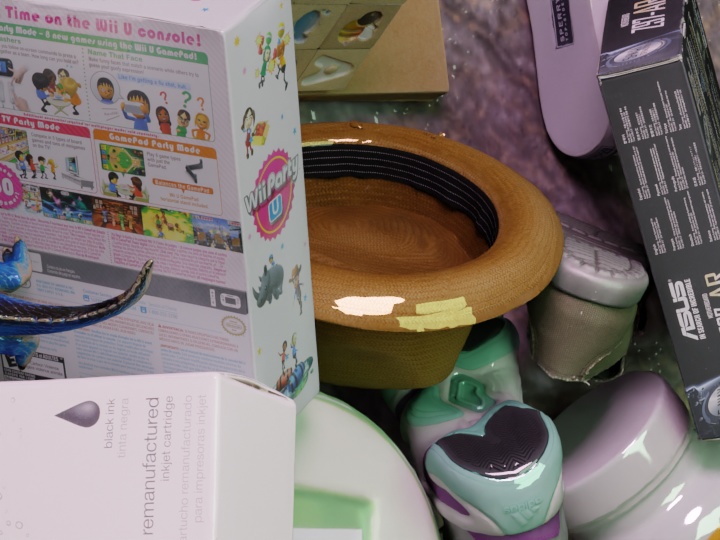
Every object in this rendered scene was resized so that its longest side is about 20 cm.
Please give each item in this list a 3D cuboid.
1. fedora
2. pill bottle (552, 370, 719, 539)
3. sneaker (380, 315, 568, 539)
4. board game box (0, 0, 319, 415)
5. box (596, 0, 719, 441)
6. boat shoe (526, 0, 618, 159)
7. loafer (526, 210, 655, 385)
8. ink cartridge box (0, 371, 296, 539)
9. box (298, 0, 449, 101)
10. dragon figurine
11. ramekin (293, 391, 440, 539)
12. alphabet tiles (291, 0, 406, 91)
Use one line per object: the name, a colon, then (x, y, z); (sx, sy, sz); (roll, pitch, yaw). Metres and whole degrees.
fedora: (0.000, 0.000, 1.395); (0.200, 0.200, 0.082); (-22, 128, -36)
pill bottle: (0.177, 0.156, 1.509); (0.200, 0.116, 0.116); (50, 57, -18)
sneaker: (0.056, 0.108, 1.431); (0.077, 0.200, 0.141); (-11, 118, -3)
board game box: (-0.099, -0.034, 1.275); (0.064, 0.147, 0.201); (-44, 137, -50)
box: (0.169, -0.036, 1.474); (0.160, 0.043, 0.201); (-72, 147, -67)
boat shoe: (0.133, -0.161, 1.565); (0.065, 0.072, 0.201); (-4, 85, -40)
loafer: (0.110, 0.015, 1.475); (0.075, 0.200, 0.070); (22, 98, 9)
ink cartridge box: (-0.135, 0.122, 1.233); (0.085, 0.199, 0.147); (27, 62, -64)
box: (-0.048, -0.165, 1.465); (0.199, 0.021, 0.165); (-4, 84, -36)
dragon figurine: (-0.190, 0.016, 1.246); (0.099, 0.199, 0.059); (-8, 102, -58)
ramekin: (-0.055, 0.147, 1.354); (0.199, 0.097, 0.201); (8, 77, -35)
alphabet tiles: (-0.067, -0.116, 1.363); (0.199, 0.167, 0.006); (-4, 55, -36)
